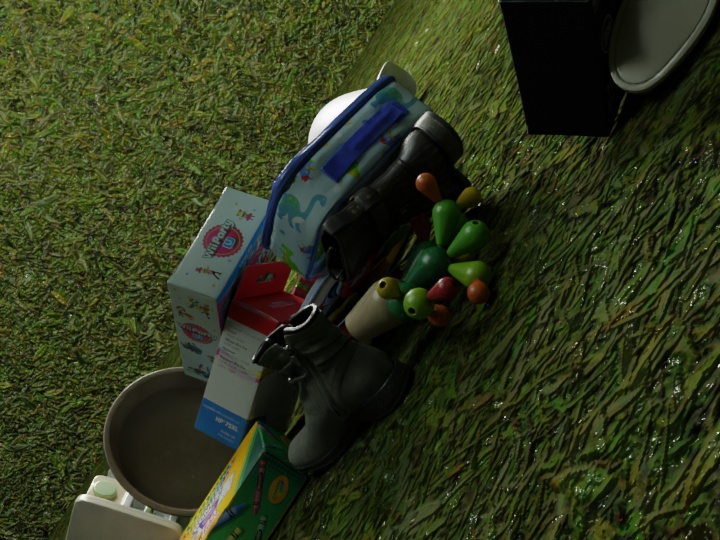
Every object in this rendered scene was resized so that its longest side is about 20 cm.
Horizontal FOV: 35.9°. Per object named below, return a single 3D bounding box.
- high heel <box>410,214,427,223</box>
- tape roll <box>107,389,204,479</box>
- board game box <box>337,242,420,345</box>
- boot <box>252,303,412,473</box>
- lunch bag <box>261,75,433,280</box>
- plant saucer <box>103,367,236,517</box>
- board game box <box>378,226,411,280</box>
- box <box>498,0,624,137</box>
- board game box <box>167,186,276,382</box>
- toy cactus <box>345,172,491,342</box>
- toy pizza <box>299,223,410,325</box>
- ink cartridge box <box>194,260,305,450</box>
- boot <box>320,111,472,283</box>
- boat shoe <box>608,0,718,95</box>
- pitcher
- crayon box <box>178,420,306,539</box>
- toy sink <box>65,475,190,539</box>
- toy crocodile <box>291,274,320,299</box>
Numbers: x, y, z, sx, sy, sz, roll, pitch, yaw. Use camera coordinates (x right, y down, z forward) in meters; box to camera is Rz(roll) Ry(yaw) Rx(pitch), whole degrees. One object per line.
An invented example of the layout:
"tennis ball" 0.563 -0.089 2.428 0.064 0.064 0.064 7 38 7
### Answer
"high heel" 0.023 -0.088 1.322 0.200 0.096 0.067 -44 34 4
"tape roll" -0.230 0.235 1.456 0.202 0.071 0.203 -39 -11 -9
"board game box" 0.014 0.048 1.189 0.158 0.039 0.200 -44 -2 -30
"boot" -0.050 0.109 1.069 0.200 0.130 0.068 -47 14 43
"lunch bag" -0.013 -0.098 1.148 0.200 0.082 0.161 -47 -9 -25
"plant saucer" -0.207 0.207 1.330 0.030 0.199 0.201 113 180 -48
"board game box" 0.018 -0.010 1.388 0.201 0.030 0.095 -64 13 -22
"box" 0.190 -0.232 0.937 0.078 0.142 0.201 5 52 28
"board game box" -0.157 0.024 1.308 0.201 0.064 0.148 91 -158 -55
"toy cactus" 0.046 0.004 1.010 0.165 0.102 0.200 -40 20 26
"toy pizza" 0.000 0.000 1.227 0.200 0.032 0.200 -50 -10 -12
"ink cartridge box" -0.109 0.094 1.280 0.116 0.067 0.201 -10 -59 -64
"boot" 0.029 -0.057 1.110 0.174 0.069 0.200 -48 -22 -10
"boat shoe" 0.260 -0.220 0.890 0.201 0.072 0.063 -65 -31 -10
"pitcher" 0.002 -0.232 1.876 0.200 0.121 0.173 -33 39 39
"crayon box" -0.137 0.271 1.188 0.201 0.058 0.119 -57 11 2
"toy sink" -0.281 0.330 1.330 0.112 0.129 0.201 -78 6 -62
"toy crocodile" -0.065 0.027 1.390 0.062 0.067 0.201 -58 -10 -68
